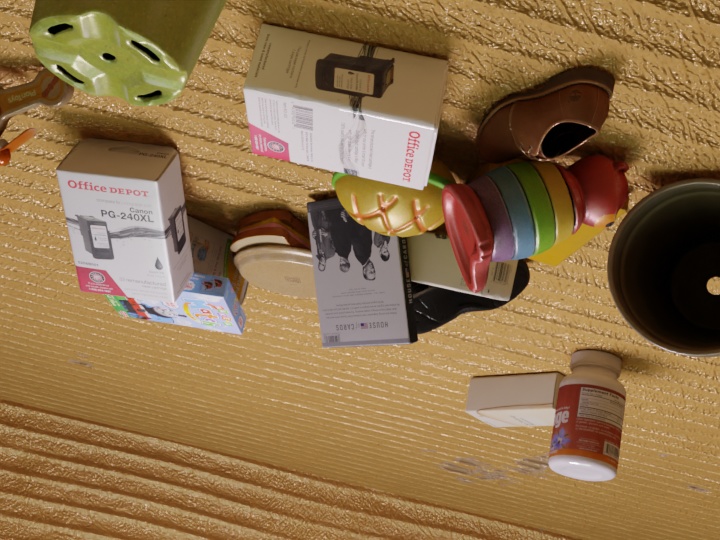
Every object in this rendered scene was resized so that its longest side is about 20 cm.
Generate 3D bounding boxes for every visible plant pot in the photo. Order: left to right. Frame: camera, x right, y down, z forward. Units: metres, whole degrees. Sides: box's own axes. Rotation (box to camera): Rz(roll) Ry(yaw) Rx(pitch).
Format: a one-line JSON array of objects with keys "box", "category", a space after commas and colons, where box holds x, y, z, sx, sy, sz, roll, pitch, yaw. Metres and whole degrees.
[{"box": [-0.188, -0.249, 0.911, 0.200, 0.184, 0.200, 10, 158, 4], "category": "plant pot"}, {"box": [0.406, 0.007, 1.254, 0.200, 0.200, 0.174, 1, 173, 26], "category": "plant pot"}]

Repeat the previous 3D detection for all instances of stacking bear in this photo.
[{"box": [0.201, -0.070, 1.193, 0.200, 0.114, 0.121, -17, 154, -8], "category": "stacking bear"}]

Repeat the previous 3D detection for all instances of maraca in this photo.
[{"box": [0.064, -0.090, 1.274, 0.200, 0.107, 0.137, 12, 167, -11], "category": "maraca"}]

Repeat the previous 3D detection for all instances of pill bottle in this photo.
[{"box": [0.380, 0.239, 1.791, 0.112, 0.200, 0.112, 11, 158, 5], "category": "pill bottle"}]

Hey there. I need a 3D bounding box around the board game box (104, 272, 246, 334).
[{"box": [-0.281, 0.040, 1.605, 0.200, 0.037, 0.151, 7, 157, 8], "category": "board game box"}]

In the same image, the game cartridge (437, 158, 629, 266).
[{"box": [0.209, -0.074, 1.345, 0.176, 0.032, 0.200, 17, 156, -11], "category": "game cartridge"}]

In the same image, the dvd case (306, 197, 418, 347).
[{"box": [0.000, 0.000, 1.426, 0.150, 0.200, 0.025, -5, -178, 38], "category": "dvd case"}]

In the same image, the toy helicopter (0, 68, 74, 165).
[{"box": [-0.431, -0.189, 1.298, 0.200, 0.132, 0.079, -14, 180, 18], "category": "toy helicopter"}]

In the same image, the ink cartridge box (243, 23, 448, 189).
[{"box": [-0.014, -0.170, 1.146, 0.200, 0.084, 0.145, 12, 159, 3], "category": "ink cartridge box"}]

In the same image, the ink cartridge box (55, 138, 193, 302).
[{"box": [-0.313, -0.066, 1.450, 0.145, 0.083, 0.200, 7, 127, 11], "category": "ink cartridge box"}]

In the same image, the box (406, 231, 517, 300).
[{"box": [0.101, -0.013, 1.419, 0.200, 0.068, 0.082, 13, -179, 35], "category": "box"}]

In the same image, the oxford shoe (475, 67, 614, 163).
[{"box": [0.181, -0.143, 1.128, 0.071, 0.071, 0.200, 20, 159, -22], "category": "oxford shoe"}]

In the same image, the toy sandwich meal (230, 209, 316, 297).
[{"box": [-0.100, -0.021, 1.601, 0.205, 0.070, 0.205, 7, 161, 2], "category": "toy sandwich meal"}]

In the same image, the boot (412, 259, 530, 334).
[{"box": [0.126, 0.021, 1.541, 0.200, 0.073, 0.151, -25, -163, -12], "category": "boot"}]

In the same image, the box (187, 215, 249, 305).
[{"box": [-0.277, -0.017, 1.648, 0.200, 0.101, 0.112, 25, 155, -30], "category": "box"}]

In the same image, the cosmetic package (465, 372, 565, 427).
[{"box": [0.308, 0.244, 2.018, 0.200, 0.073, 0.104, -11, 149, 44], "category": "cosmetic package"}]
